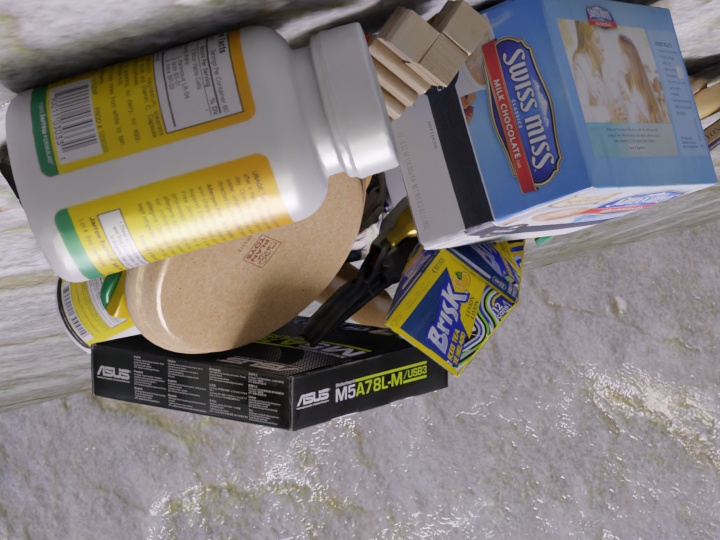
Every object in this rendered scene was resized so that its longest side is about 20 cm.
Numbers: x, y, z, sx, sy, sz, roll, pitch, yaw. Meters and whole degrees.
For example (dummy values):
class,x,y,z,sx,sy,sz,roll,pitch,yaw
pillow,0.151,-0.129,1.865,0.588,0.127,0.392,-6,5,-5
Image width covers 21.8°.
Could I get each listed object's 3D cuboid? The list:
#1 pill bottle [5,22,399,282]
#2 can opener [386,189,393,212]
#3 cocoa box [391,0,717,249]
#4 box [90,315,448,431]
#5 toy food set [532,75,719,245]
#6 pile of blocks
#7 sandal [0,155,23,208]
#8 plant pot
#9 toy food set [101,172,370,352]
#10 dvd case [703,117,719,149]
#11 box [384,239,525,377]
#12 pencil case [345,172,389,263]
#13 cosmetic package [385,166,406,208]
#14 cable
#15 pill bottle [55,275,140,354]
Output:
class,x,y,z,sx,sy,sz,roll,pitch,yaw
pill bottle,-0.085,-0.071,1.040,0.200,0.113,0.113,-16,174,4
can opener,0.024,-0.066,1.665,0.200,0.079,0.063,-7,-175,12
cocoa box,0.126,-0.098,1.228,0.131,0.134,0.200,-18,173,33
box,-0.066,0.072,1.408,0.200,0.048,0.193,7,-171,38
toy food set,0.226,-0.102,1.620,0.200,0.049,0.198,-36,179,-36
pile of blocks,-0.013,-0.114,1.128,0.200,0.062,0.082,-38,-152,30
sandal,-0.193,-0.048,1.242,0.057,0.080,0.201,-32,-178,-4
plant pot,-0.047,-0.007,1.630,0.028,0.200,0.200,-59,167,5
toy food set,-0.080,-0.028,1.271,0.198,0.049,0.200,1,126,-47
dvd case,0.345,-0.144,1.630,0.200,0.016,0.149,-36,175,6
box,0.069,0.004,1.306,0.070,0.064,0.200,-53,-176,15
pencil case,-0.014,-0.054,1.529,0.078,0.089,0.200,-59,176,-4
cosmetic package,0.116,-0.094,1.511,0.113,0.081,0.200,-14,174,-32
cable,0.000,0.000,1.426,0.200,0.050,0.097,-37,178,-42
pill bottle,-0.172,0.005,1.554,0.114,0.115,0.200,-12,174,-29
